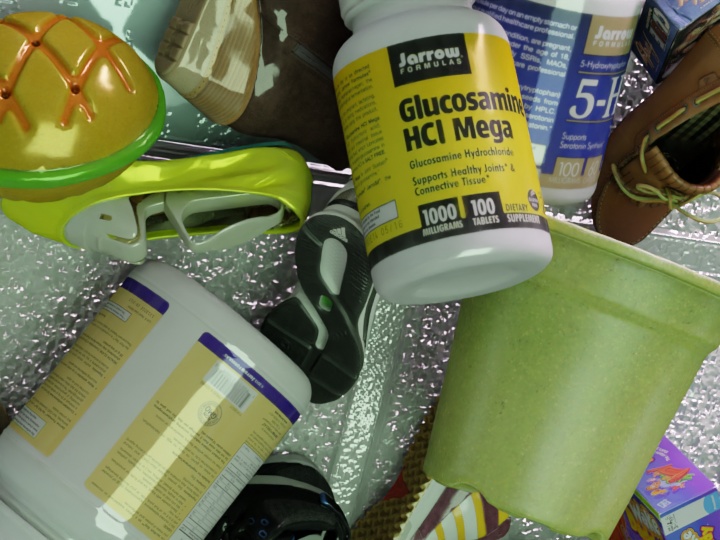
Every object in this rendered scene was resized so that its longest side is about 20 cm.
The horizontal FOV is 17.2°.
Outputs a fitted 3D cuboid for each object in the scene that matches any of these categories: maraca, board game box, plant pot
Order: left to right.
[{"bbox_3d":[-0.217,-0.097,1.440,0.199,0.137,0.107,-5,133,-11],"label":"maraca"},{"bbox_3d":[0.132,0.071,1.553,0.200,0.200,0.185,21,90,-26],"label":"plant pot"},{"bbox_3d":[0.201,0.169,1.660,0.045,0.200,0.135,-24,117,-9],"label":"board game box"},{"bbox_3d":[0.273,-0.208,1.578,0.200,0.136,0.035,-35,81,-4],"label":"board game box"}]

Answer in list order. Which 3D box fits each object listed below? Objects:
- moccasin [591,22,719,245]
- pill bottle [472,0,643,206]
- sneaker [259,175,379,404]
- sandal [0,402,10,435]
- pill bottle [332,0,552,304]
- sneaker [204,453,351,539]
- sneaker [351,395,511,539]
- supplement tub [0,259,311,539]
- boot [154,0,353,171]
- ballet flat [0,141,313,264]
[{"bbox_3d":[0.217,-0.077,1.601,0.073,0.078,0.201,16,139,-25],"label":"moccasin"},{"bbox_3d":[0.117,-0.154,1.545,0.119,0.120,0.201,5,109,-22],"label":"pill bottle"},{"bbox_3d":[0.000,0.000,1.578,0.115,0.075,0.201,-51,168,-37],"label":"sneaker"},{"bbox_3d":[-0.270,0.175,1.574,0.080,0.054,0.201,4,95,-28],"label":"sandal"},{"bbox_3d":[0.045,-0.089,1.456,0.112,0.112,0.201,-8,77,-18],"label":"pill bottle"},{"bbox_3d":[-0.104,0.176,1.598,0.199,0.112,0.073,-10,113,-17],"label":"sneaker"},{"bbox_3d":[0.057,0.183,1.683,0.090,0.075,0.200,29,99,-22],"label":"sneaker"},{"bbox_3d":[-0.142,0.110,1.522,0.145,0.145,0.200,43,82,-29],"label":"supplement tub"},{"bbox_3d":[-0.028,-0.175,1.525,0.166,0.072,0.201,22,100,-39],"label":"boot"},{"bbox_3d":[-0.126,-0.038,1.510,0.199,0.067,0.067,-7,147,-9],"label":"ballet flat"}]
